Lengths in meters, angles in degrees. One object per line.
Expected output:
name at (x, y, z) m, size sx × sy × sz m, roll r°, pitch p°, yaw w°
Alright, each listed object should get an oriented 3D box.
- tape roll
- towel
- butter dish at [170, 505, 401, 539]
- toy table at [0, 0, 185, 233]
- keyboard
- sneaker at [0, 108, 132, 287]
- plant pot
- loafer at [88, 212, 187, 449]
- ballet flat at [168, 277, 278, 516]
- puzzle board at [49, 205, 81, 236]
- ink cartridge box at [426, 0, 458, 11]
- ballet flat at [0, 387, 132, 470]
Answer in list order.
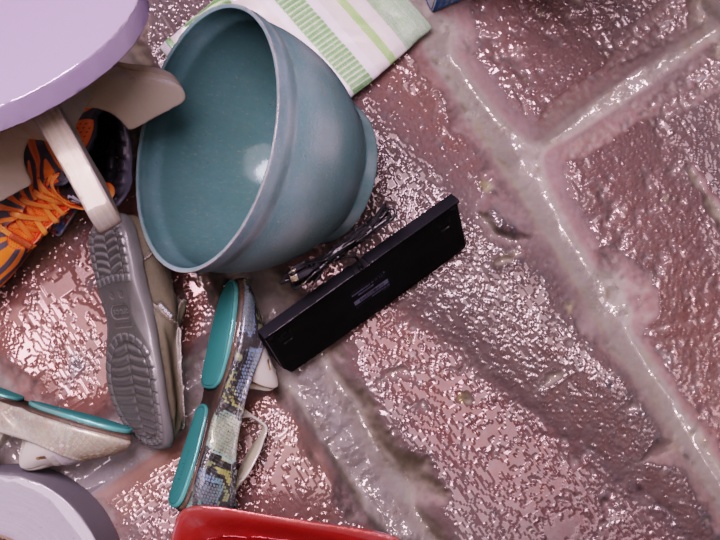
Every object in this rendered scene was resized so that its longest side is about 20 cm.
tape roll at (-0.297, 0.264, 0.778) m, size 0.197 × 0.066 × 0.204 m, roll 0°, pitch 85°, yaw -1°
towel at (-0.059, -0.208, 0.850) m, size 0.200 × 0.023 × 0.153 m, roll -42°, pitch 88°, yaw -6°
butter dish at (-0.067, 0.306, 0.724) m, size 0.196 × 0.148 × 0.203 m, roll 9°, pitch 101°, yaw 0°
toy table at (-0.230, -0.123, 0.680) m, size 0.197 × 0.118 × 0.185 m, roll -19°, pitch 54°, yaw -1°
keyboard at (0.000, 0.000, 0.783) m, size 0.199 × 0.128 × 0.021 m, roll -36°, pitch 58°, yaw -9°
sneaker at (-0.258, -0.056, 0.764) m, size 0.111 × 0.077 × 0.202 m, roll 27°, pitch 87°, yaw 39°
plant pot at (-0.071, -0.090, 0.751) m, size 0.133 × 0.199 × 0.203 m, roll 11°, pitch 83°, yaw -40°
loafer at (-0.171, 0.049, 0.794) m, size 0.074 × 0.069 × 0.203 m, roll 3°, pitch 103°, yaw 40°
ballet flat at (-0.106, 0.110, 0.805) m, size 0.073 × 0.074 × 0.203 m, roll 15°, pitch 86°, yaw 0°
puzzle board at (-0.308, -0.146, 0.840) m, size 0.199 × 0.017 × 0.152 m, roll 32°, pitch 85°, yaw 1°
ink cartridge box at (0.128, -0.342, 0.835) m, size 0.198 × 0.084 × 0.147 m, roll -23°, pitch 85°, yaw -3°
ballet flat at (-0.284, 0.134, 0.793) m, size 0.197 × 0.067 × 0.063 m, roll 16°, pitch 83°, yaw 10°
